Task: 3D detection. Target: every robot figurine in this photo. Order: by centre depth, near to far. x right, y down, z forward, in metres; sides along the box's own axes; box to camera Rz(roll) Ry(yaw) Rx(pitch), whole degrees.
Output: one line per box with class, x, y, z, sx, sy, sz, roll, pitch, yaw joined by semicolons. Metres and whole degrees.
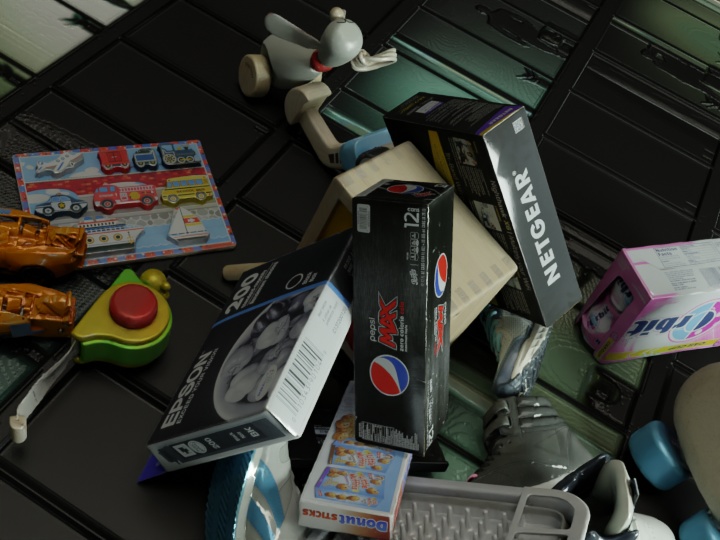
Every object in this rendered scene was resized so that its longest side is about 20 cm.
robot figurine;-0.344;-0.003;0.784;0.196;0.059;0.147;7;55;-14

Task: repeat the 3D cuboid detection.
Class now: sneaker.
sneaker;-0.071;0.200;0.691;0.079;0.076;0.204;14;65;-28
sneaker;0.212;0.211;0.744;0.195;0.130;0.081;12;46;-23
sneaker;0.119;0.173;0.799;0.197;0.071;0.100;-10;53;-34
sneaker;0.151;0.056;0.915;0.085;0.079;0.201;16;39;11

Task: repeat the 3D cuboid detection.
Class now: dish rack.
dish rack;0.056;0.212;0.642;0.196;0.044;0.172;1;20;23

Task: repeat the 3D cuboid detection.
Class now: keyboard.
keyboard;-0.024;0.164;0.787;0.196;0.040;0.105;4;26;-14

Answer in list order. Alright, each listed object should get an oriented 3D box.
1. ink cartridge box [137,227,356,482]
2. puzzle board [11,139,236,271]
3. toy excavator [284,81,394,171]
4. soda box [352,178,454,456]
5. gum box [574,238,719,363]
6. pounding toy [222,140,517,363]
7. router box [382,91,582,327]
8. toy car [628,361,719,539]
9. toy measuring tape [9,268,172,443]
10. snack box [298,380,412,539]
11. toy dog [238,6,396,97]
ink cartridge box;-0.093;0.067;0.732;0.043;0.198;0.200;47;42;-23
puzzle board;-0.238;-0.072;0.912;0.196;0.018;0.152;-9;55;-25
toy excavator;-0.001;-0.114;0.983;0.099;0.198;0.198;-24;105;-35
soda box;0.034;0.035;0.708;0.062;0.204;0.071;7;19;21
gum box;0.335;0.031;0.960;0.196;0.114;0.067;-5;52;-24
pounding toy;0.000;0.000;0.840;0.141;0.185;0.201;-30;73;-37
router box;0.113;-0.060;0.841;0.052;0.203;0.156;-34;30;-19
toy car;0.395;0.180;0.852;0.198;0.184;0.179;16;40;-45
toy measuring tape;-0.213;0.073;0.765;0.072;0.074;0.201;25;47;3
snack box;0.006;0.147;0.737;0.070;0.025;0.200;8;20;8
toy dog;-0.064;-0.264;1.026;0.131;0.197;0.098;-15;95;-53
